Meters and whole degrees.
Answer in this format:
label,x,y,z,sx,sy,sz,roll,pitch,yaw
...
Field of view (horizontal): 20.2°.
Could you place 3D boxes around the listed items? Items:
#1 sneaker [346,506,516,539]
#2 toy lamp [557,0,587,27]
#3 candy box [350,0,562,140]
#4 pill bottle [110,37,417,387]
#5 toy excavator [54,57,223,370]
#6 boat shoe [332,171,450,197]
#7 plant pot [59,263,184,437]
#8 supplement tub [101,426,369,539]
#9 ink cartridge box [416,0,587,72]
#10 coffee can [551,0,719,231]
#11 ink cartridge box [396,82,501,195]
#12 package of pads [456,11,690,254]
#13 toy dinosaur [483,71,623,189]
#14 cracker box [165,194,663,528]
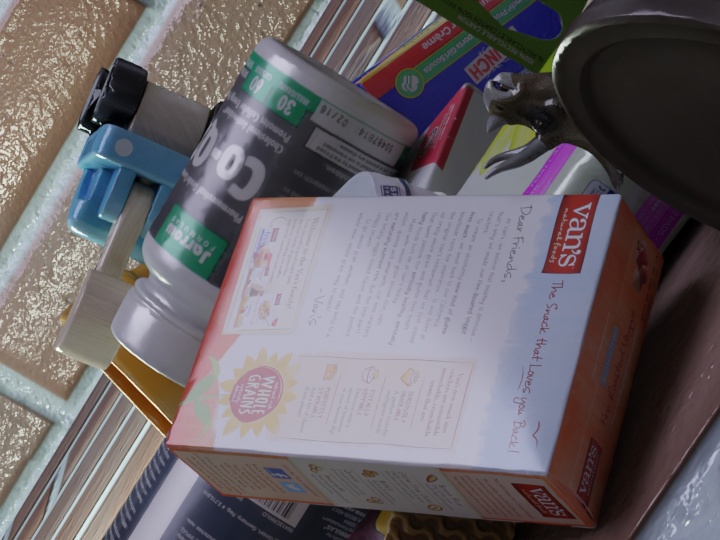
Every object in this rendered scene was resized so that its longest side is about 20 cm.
label,x,y,z,sx,sy,sz,roll,pitch,yaw
sneaker,0.005,0.175,0.934,0.200,0.075,0.090,-55,1,-11
toy lamp,0.176,-0.228,1.289,0.201,0.058,0.058,-64,11,-28
candy box,0.055,-0.127,1.377,0.169,0.077,0.200,-36,5,-16
pill bottle,-0.060,-0.028,1.215,0.201,0.113,0.113,-59,10,6
toy excavator,-0.154,-0.033,1.351,0.194,0.099,0.201,174,117,-75
boat shoe,0.000,0.000,1.079,0.200,0.065,0.074,158,118,-68
plant pot,-0.081,0.042,1.452,0.183,0.200,0.200,-45,7,-10
supplement tub,-0.063,0.152,1.107,0.201,0.140,0.140,-58,10,7
ink cartridge box,0.133,-0.207,1.170,0.201,0.147,0.076,-58,11,14
coffee can,0.175,-0.125,0.716,0.201,0.146,0.146,-62,10,-18
ink cartridge box,0.031,0.007,1.229,0.200,0.083,0.146,-48,16,48
package of pads,0.110,-0.042,1.026,0.155,0.068,0.200,-55,10,15
toy dinosaur,0.151,-0.070,0.856,0.199,0.077,0.103,18,102,38
cracker box,0.024,0.037,0.905,0.199,0.058,0.135,1,60,34
